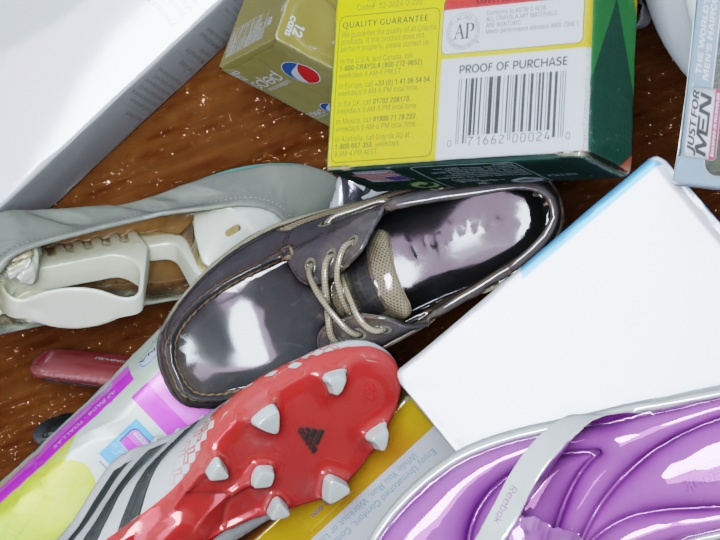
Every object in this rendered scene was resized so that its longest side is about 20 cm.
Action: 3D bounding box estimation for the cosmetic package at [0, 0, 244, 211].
[{"bbox_3d":[-0.151,-0.113,1.273,0.200,0.081,0.113,-41,83,5],"label":"cosmetic package"}]

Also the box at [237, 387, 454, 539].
[{"bbox_3d":[0.042,0.165,1.191,0.119,0.041,0.200,-42,102,0],"label":"box"}]

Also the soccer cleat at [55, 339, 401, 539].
[{"bbox_3d":[-0.070,0.093,1.148,0.200,0.085,0.069,-41,120,0],"label":"soccer cleat"}]

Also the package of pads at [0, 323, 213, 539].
[{"bbox_3d":[-0.074,0.146,1.231,0.154,0.068,0.200,-43,99,4],"label":"package of pads"}]

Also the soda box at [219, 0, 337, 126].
[{"bbox_3d":[0.005,-0.172,1.223,0.068,0.064,0.200,27,70,-22],"label":"soda box"}]

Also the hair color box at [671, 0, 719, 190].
[{"bbox_3d":[0.216,-0.079,1.113,0.061,0.200,0.099,9,95,40],"label":"hair color box"}]

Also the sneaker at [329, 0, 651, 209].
[{"bbox_3d":[0.060,-0.062,1.244,0.115,0.075,0.200,20,86,11],"label":"sneaker"}]

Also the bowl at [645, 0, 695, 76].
[{"bbox_3d":[0.195,-0.156,1.205,0.090,0.201,0.202,12,88,52],"label":"bowl"}]

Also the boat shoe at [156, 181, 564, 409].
[{"bbox_3d":[0.000,0.000,1.165,0.200,0.073,0.075,-28,91,-8],"label":"boat shoe"}]

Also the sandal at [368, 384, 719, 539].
[{"bbox_3d":[0.089,0.094,1.043,0.202,0.050,0.083,-25,86,5],"label":"sandal"}]

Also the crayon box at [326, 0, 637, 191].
[{"bbox_3d":[0.056,-0.138,1.133,0.127,0.051,0.201,-2,79,30],"label":"crayon box"}]

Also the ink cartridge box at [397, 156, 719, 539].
[{"bbox_3d":[0.123,0.055,1.167,0.147,0.200,0.146,-40,84,4],"label":"ink cartridge box"}]

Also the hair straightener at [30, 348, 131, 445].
[{"bbox_3d":[-0.063,0.084,1.278,0.199,0.041,0.077,3,106,2],"label":"hair straightener"}]

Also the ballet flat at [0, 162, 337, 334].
[{"bbox_3d":[-0.096,-0.003,1.238,0.200,0.064,0.068,-9,130,-16],"label":"ballet flat"}]
